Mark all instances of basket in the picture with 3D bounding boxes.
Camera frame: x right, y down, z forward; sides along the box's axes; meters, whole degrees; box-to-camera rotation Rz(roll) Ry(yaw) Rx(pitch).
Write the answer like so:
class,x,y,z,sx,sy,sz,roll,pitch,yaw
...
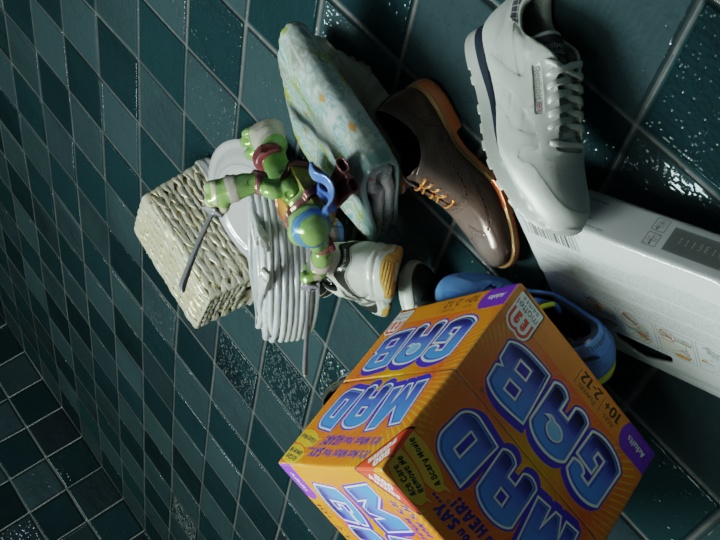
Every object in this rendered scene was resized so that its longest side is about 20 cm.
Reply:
class,x,y,z,sx,sy,sz,roll,pitch,yaw
basket,-0.230,-0.035,1.337,0.202,0.122,0.136,55,150,9

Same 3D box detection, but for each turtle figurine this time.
class,x,y,z,sx,sy,sz,roll,pitch,yaw
turtle figurine,-0.090,-0.047,0.876,0.195,0.141,0.203,-102,29,-58

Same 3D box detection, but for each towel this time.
class,x,y,z,sx,sy,sz,roll,pitch,yaw
towel,-0.023,-0.130,0.924,0.173,0.048,0.201,55,171,15

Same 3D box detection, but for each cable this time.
class,x,y,z,sx,sy,sz,roll,pitch,yaw
cable,-0.093,-0.020,1.056,0.202,0.067,0.203,97,165,-50

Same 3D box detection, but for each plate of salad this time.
class,x,y,z,sx,sy,sz,roll,pitch,yaw
plate of salad,-0.124,-0.082,1.205,0.198,0.048,0.203,27,135,30

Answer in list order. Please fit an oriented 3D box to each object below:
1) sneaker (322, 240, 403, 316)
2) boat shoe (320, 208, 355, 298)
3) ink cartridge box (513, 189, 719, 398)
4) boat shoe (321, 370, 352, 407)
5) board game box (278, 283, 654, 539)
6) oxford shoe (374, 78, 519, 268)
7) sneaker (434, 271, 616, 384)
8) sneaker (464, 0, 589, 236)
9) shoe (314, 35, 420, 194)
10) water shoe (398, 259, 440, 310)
class,x,y,z,sx,sy,sz,roll,pitch,yaw
sneaker,0.000,0.000,0.998,0.086,0.077,0.200,12,169,3
boat shoe,-0.044,-0.026,1.110,0.067,0.057,0.202,24,139,5
ink cartridge box,0.236,0.017,0.762,0.198,0.044,0.174,28,161,43
boat shoe,0.012,0.158,1.180,0.070,0.056,0.199,61,150,0
board game box,0.089,0.165,0.804,0.201,0.200,0.199,49,153,-12
oxford shoe,0.081,-0.083,0.881,0.202,0.072,0.071,58,149,5
sneaker,0.145,0.035,0.840,0.198,0.066,0.079,27,159,38
sneaker,0.141,-0.126,0.714,0.080,0.075,0.204,-34,64,44
shoe,0.007,-0.170,0.953,0.202,0.053,0.070,57,173,16
water shoe,0.113,0.072,0.983,0.078,0.071,0.203,-21,101,37
